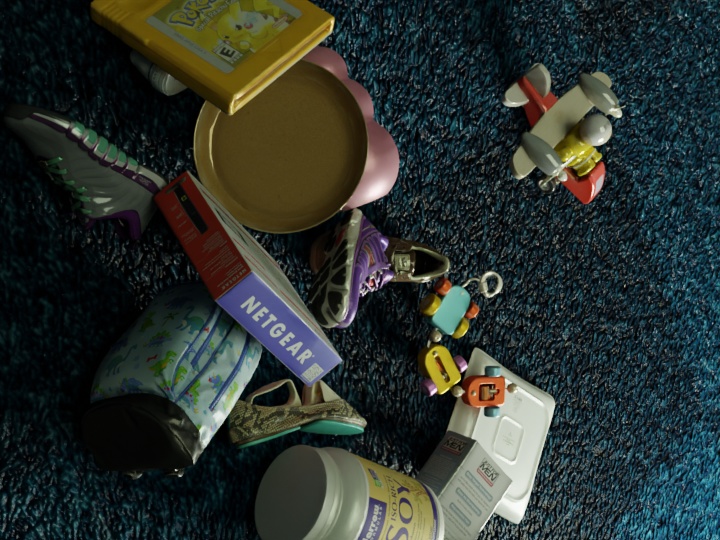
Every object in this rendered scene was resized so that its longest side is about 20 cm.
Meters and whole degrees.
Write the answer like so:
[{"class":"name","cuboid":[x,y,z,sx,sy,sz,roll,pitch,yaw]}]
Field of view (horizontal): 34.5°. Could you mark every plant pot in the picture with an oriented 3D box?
[{"class":"plant pot","cuboid":[-0.090,-0.142,1.325,0.199,0.027,0.201,0,89,2]}]

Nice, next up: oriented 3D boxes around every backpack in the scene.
[{"class":"backpack","cuboid":[-0.190,0.106,1.223,0.200,0.163,0.154,-38,112,-45]}]

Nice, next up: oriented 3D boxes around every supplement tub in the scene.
[{"class":"supplement tub","cuboid":[-0.012,0.295,1.385,0.200,0.145,0.146,28,71,-39]}]

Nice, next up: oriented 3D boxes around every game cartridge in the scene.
[{"class":"game cartridge","cuboid":[-0.157,-0.272,1.246,0.200,0.032,0.176,36,57,14]}]

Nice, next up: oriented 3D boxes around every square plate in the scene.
[{"class":"square plate","cuboid":[0.201,0.239,1.656,0.200,0.028,0.199,33,69,-37]}]

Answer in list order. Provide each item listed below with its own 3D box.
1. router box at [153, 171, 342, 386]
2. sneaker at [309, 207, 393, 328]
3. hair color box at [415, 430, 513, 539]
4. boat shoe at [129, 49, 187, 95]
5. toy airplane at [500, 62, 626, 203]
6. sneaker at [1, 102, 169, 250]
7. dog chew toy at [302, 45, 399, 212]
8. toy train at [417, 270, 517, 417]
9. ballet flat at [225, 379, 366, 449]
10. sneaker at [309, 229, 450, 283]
[{"class":"router box","cuboid":[-0.119,0.010,1.241,0.049,0.180,0.200,-39,138,2]},{"class":"sneaker","cuboid":[0.000,0.000,1.345,0.083,0.081,0.200,33,34,-11]},{"class":"hair color box","cuboid":[0.105,0.323,1.529,0.200,0.061,0.099,-52,123,-17]},{"class":"boat shoe","cuboid":[-0.169,-0.264,1.296,0.200,0.067,0.074,-34,155,-42]},{"class":"toy airplane","cuboid":[0.295,-0.210,1.666,0.199,0.141,0.201,13,82,-41]},{"class":"sneaker","cuboid":[-0.287,-0.094,1.191,0.200,0.074,0.088,31,75,-38]},{"class":"dog chew toy","cuboid":[-0.032,-0.175,1.391,0.124,0.124,0.201,-26,99,-39]},{"class":"toy train","cuboid":[0.137,0.102,1.570,0.150,0.056,0.201,-6,96,-29]},{"class":"ballet flat","cuboid":[-0.075,0.166,1.389,0.200,0.068,0.076,0,74,-40]},{"class":"sneaker","cuboid":[0.028,-0.019,1.469,0.200,0.075,0.071,1,90,-42]}]
